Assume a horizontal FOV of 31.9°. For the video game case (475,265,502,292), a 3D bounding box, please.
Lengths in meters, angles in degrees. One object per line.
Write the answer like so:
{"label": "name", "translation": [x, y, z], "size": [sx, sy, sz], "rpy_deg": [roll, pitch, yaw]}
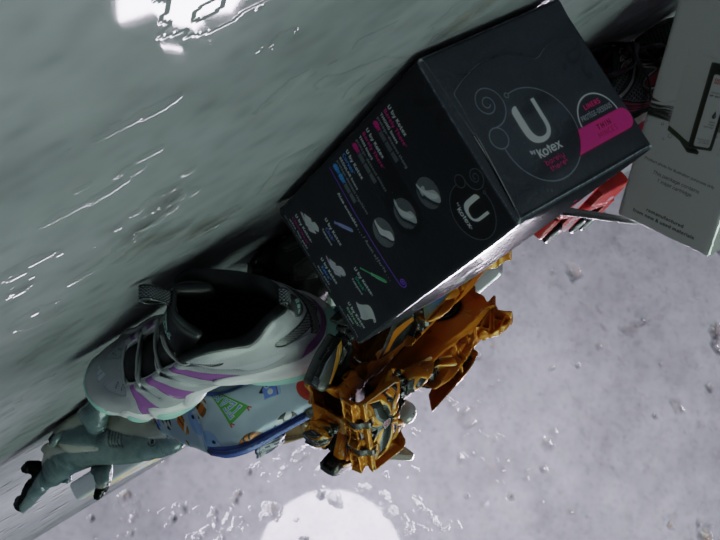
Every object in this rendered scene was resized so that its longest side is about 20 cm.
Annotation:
{"label": "video game case", "translation": [0.071, 0.017, 1.279], "size": [0.182, 0.023, 0.200], "rpy_deg": [-42, -169, 18]}

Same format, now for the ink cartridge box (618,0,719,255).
{"label": "ink cartridge box", "translation": [0.281, -0.134, 0.934], "size": [0.145, 0.084, 0.202], "rpy_deg": [-26, 135, -47]}

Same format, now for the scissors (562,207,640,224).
{"label": "scissors", "translation": [0.113, -0.054, 0.963], "size": [0.197, 0.014, 0.073], "rpy_deg": [3, -168, -13]}

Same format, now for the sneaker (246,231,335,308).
{"label": "sneaker", "translation": [-0.055, 0.011, 0.973], "size": [0.090, 0.067, 0.200], "rpy_deg": [-27, 169, -20]}

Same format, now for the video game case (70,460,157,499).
{"label": "video game case", "translation": [-0.177, 0.163, 1.299], "size": [0.199, 0.023, 0.181], "rpy_deg": [-32, 175, 29]}

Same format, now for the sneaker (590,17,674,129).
{"label": "sneaker", "translation": [0.215, -0.153, 0.993], "size": [0.080, 0.076, 0.200], "rpy_deg": [13, -140, 37]}

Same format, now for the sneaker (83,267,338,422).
{"label": "sneaker", "translation": [-0.125, 0.041, 0.851], "size": [0.197, 0.079, 0.140], "rpy_deg": [-18, 157, 15]}

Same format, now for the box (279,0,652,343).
{"label": "box", "translation": [0.056, -0.054, 0.762], "size": [0.121, 0.107, 0.200], "rpy_deg": [-29, 173, -33]}

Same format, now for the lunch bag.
{"label": "lunch bag", "translation": [-0.094, 0.094, 1.101], "size": [0.159, 0.077, 0.199], "rpy_deg": [-26, -163, -29]}

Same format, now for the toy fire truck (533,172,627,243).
{"label": "toy fire truck", "translation": [0.213, -0.097, 1.068], "size": [0.141, 0.049, 0.199], "rpy_deg": [-49, 164, 26]}

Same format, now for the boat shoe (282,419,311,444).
{"label": "boat shoe", "translation": [-0.035, 0.116, 1.173], "size": [0.198, 0.072, 0.065], "rpy_deg": [-25, -172, 12]}

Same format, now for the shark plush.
{"label": "shark plush", "translation": [-0.261, 0.179, 1.192], "size": [0.199, 0.084, 0.091], "rpy_deg": [-33, 175, 8]}

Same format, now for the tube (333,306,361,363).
{"label": "tube", "translation": [0.051, 0.000, 0.978], "size": [0.200, 0.050, 0.078], "rpy_deg": [-41, 136, -31]}

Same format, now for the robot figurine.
{"label": "robot figurine", "translation": [0.034, 0.058, 0.891], "size": [0.200, 0.058, 0.146], "rpy_deg": [-45, 144, -32]}

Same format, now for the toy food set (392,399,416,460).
{"label": "toy food set", "translation": [0.039, 0.058, 1.054], "size": [0.060, 0.203, 0.143], "rpy_deg": [14, 178, 25]}
